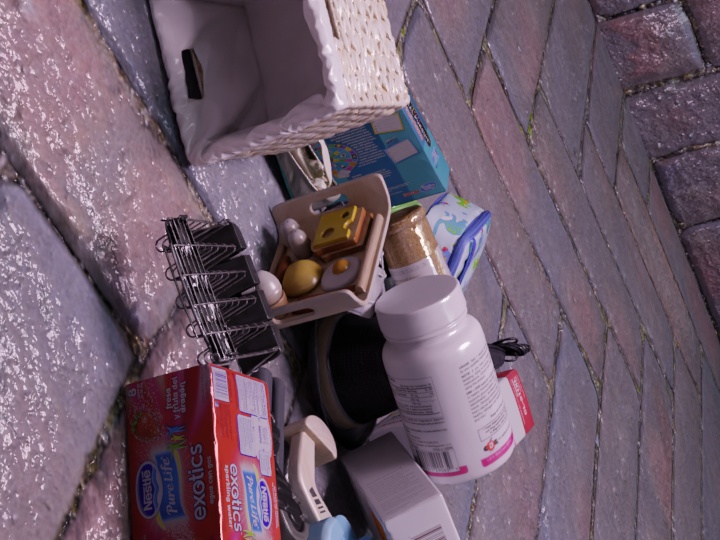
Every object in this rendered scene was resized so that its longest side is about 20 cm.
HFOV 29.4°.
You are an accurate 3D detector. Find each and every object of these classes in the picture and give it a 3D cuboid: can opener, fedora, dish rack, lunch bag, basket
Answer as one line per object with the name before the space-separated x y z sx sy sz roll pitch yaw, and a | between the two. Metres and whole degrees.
can opener | -0.083 0.190 1.342 0.053 0.066 0.202 44 39 -51
fedora | 0.016 0.110 1.552 0.200 0.090 0.204 -7 90 -69
dish rack | -0.137 0.023 1.272 0.155 0.054 0.200 68 13 6
lunch bag | 0.087 0.014 1.691 0.202 0.082 0.161 -68 169 21
basket | -0.083 -0.226 1.397 0.160 0.198 0.201 -7 82 -59

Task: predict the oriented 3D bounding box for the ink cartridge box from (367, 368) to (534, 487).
ink cartridge box | 0.113 0.196 1.682 0.200 0.144 0.084 -24 97 -67

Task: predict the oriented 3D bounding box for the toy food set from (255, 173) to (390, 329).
toy food set | -0.053 -0.020 1.434 0.061 0.142 0.201 57 30 -32

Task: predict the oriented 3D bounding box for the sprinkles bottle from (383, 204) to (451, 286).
sprinkles bottle | 0.079 0.028 1.578 0.202 0.068 0.068 67 25 -12

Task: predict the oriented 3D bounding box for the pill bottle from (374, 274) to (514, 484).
pill bottle | 0.088 0.115 1.469 0.114 0.112 0.202 -55 131 -60

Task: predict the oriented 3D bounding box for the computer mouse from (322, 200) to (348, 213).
computer mouse | -0.042 -0.013 1.546 0.201 0.034 0.059 -63 145 -42

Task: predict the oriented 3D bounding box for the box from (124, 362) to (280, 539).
box | -0.135 0.193 1.186 0.099 0.094 0.203 26 53 -59

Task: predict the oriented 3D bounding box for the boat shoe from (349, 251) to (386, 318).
boat shoe | 0.000 0.000 1.531 0.200 0.071 0.069 -39 153 -80

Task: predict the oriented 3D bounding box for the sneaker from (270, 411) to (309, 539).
sneaker | -0.113 0.184 1.280 0.075 0.079 0.201 40 21 -46

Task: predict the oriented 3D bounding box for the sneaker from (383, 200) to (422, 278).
sneaker | 0.024 -0.036 1.723 0.200 0.076 0.085 -41 125 -56

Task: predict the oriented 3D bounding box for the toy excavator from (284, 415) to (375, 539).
toy excavator | -0.039 0.266 1.380 0.202 0.099 0.194 63 24 -7

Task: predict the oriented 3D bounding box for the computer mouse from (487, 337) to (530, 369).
computer mouse | 0.127 0.115 1.778 0.200 0.137 0.053 -21 96 -63

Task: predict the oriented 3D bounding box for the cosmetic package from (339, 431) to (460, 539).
cosmetic package | 0.046 0.260 1.471 0.200 0.071 0.102 -138 -155 -73

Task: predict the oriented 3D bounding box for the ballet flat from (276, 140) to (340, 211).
ballet flat | -0.079 -0.157 1.553 0.201 0.063 0.068 62 27 -28

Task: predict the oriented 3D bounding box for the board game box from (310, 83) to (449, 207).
board game box | -0.002 -0.161 1.619 0.201 0.149 0.047 59 28 -34
